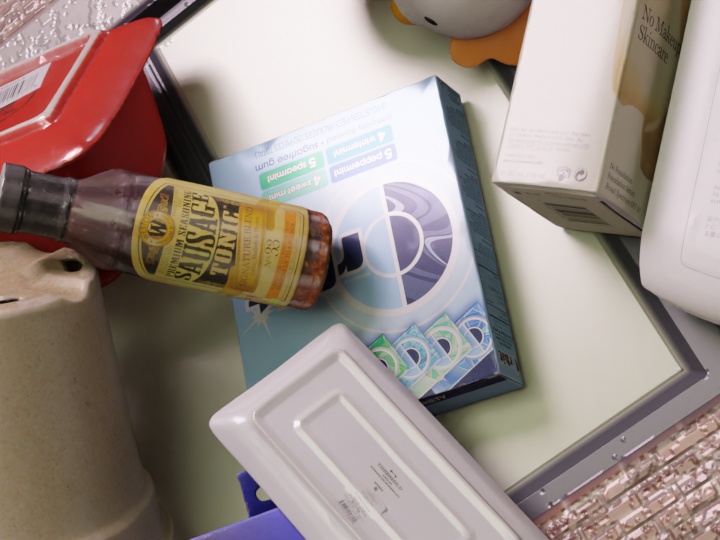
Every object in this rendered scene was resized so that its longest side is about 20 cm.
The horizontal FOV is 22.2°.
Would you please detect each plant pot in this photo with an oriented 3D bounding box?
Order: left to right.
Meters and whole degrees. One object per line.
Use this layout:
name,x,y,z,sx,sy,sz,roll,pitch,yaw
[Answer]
plant pot,-0.219,0.088,1.112,0.200,0.200,0.184,8,112,28

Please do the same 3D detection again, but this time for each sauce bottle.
sauce bottle,-0.118,-0.023,1.097,0.200,0.066,0.066,9,77,-14

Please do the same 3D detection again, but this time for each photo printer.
photo printer,0.249,-0.061,1.035,0.166,0.069,0.200,8,80,28

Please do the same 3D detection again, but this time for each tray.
tray,0.013,0.123,1.051,0.107,0.022,0.200,-37,68,-18

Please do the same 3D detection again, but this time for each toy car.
toy car,0.036,-0.202,1.150,0.177,0.184,0.200,-36,92,13

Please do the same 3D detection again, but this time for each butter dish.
butter dish,-0.205,-0.052,1.222,0.200,0.148,0.200,-20,28,21

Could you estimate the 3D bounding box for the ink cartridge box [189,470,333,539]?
ink cartridge box,-0.014,0.204,1.063,0.136,0.076,0.200,-20,63,-10

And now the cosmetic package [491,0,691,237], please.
cosmetic package,0.148,-0.129,1.084,0.071,0.105,0.200,8,81,32

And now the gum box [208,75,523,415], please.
gum box,0.000,0.000,1.156,0.170,0.045,0.200,-20,68,21
